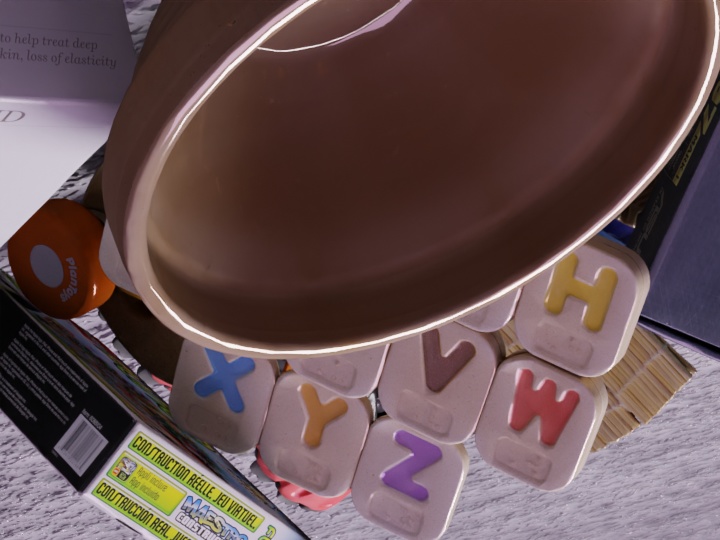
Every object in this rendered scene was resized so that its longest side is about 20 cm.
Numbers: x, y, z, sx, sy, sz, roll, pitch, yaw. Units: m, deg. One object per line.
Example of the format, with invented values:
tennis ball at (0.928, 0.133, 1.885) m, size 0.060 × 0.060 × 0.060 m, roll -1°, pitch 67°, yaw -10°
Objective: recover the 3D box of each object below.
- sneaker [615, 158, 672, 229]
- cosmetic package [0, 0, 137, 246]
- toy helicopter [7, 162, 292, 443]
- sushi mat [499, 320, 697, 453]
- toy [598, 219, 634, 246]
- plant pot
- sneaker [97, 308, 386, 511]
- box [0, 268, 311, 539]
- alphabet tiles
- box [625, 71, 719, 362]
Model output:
sneaker at (0.144, -0.049, 0.947) m, size 0.199 × 0.070 × 0.109 m, roll 18°, pitch -168°, yaw -9°
cosmetic package at (-0.169, -0.048, 0.821) m, size 0.112 × 0.081 × 0.200 m, roll 0°, pitch 158°, yaw -33°
toy helicopter at (-0.041, -0.024, 0.931) m, size 0.079 × 0.132 × 0.200 m, roll -29°, pitch 162°, yaw -46°
sushi mat at (0.040, -0.014, 0.941) m, size 0.012 × 0.200 × 0.096 m, roll -45°, pitch 180°, yaw -31°
toy at (0.132, -0.017, 1.023) m, size 0.200 × 0.115 × 0.047 m, roll 17°, pitch 105°, yaw -50°
plant pot at (0.005, -0.070, 0.765) m, size 0.200 × 0.093 × 0.201 m, roll -21°, pitch 148°, yaw -13°
sneaker at (-0.037, 0.033, 1.100) m, size 0.098 × 0.071 × 0.200 m, roll -19°, pitch 135°, yaw 28°
box at (-0.107, 0.054, 0.972) m, size 0.035 × 0.200 × 0.110 m, roll -52°, pitch 130°, yaw -1°
alphabet tiles at (0.000, 0.000, 0.883) m, size 0.015 × 0.199 × 0.196 m, roll -42°, pitch 153°, yaw -58°
box at (0.200, -0.047, 0.868) m, size 0.157 × 0.201 × 0.051 m, roll 23°, pitch -168°, yaw -9°
